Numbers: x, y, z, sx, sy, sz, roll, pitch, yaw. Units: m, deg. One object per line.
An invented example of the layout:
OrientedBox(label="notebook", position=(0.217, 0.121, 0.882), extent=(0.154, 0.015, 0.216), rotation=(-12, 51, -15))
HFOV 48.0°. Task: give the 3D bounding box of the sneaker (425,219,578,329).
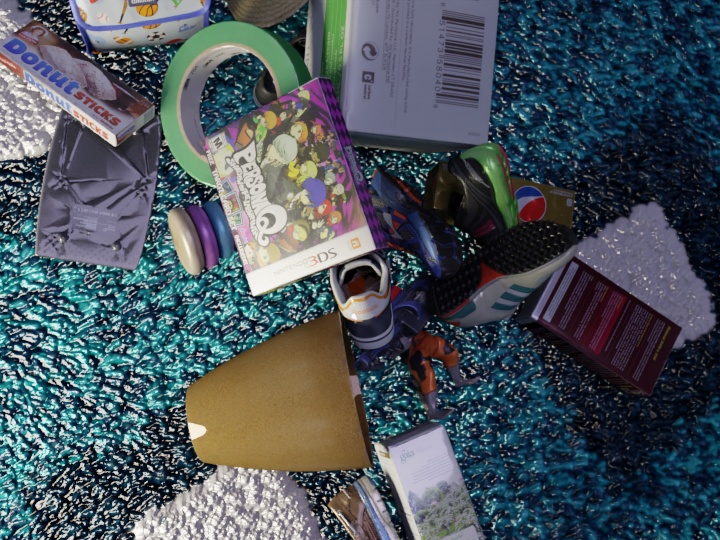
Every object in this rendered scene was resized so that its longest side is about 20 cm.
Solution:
OrientedBox(label="sneaker", position=(0.183, 0.012, 1.002), extent=(0.198, 0.093, 0.071), rotation=(-30, 51, 19))

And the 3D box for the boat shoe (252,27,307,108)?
OrientedBox(label="boat shoe", position=(-0.065, -0.289, 1.085), extent=(0.069, 0.057, 0.200), rotation=(42, 76, -3))

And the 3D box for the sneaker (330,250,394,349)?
OrientedBox(label="sneaker", position=(0.000, 0.000, 0.988), extent=(0.077, 0.201, 0.080), rotation=(-16, 127, -1))

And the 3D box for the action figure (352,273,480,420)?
OrientedBox(label="action figure", position=(0.048, 0.105, 1.025), extent=(0.194, 0.105, 0.199), rotation=(50, 45, 5))

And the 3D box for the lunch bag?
OrientedBox(label="lunch bag", position=(-0.269, -0.348, 0.979), extent=(0.168, 0.200, 0.126), rotation=(-12, 84, -14))

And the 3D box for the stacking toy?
OrientedBox(label="stacking toy", position=(-0.139, -0.067, 1.032), extent=(0.198, 0.085, 0.086), rotation=(-22, 86, -21))

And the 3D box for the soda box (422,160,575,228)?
OrientedBox(label="soda box", position=(0.187, -0.089, 1.104), extent=(0.197, 0.064, 0.069), rotation=(11, 80, -9))

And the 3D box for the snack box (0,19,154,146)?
OrientedBox(label="snack box", position=(-0.354, -0.234, 1.003), extent=(0.199, 0.024, 0.072), rotation=(36, 56, 8))

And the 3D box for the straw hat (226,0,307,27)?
OrientedBox(label="straw hat", position=(-0.132, -0.416, 1.020), extent=(0.199, 0.085, 0.204), rotation=(-11, 70, 32))

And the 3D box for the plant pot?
OrientedBox(label="plant pot", position=(-0.098, 0.162, 0.963), extent=(0.197, 0.186, 0.189), rotation=(-13, 84, 2))

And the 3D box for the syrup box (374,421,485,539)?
OrientedBox(label="syrup box", position=(0.093, 0.299, 1.016), extent=(0.078, 0.081, 0.202), rotation=(-19, 85, -14))

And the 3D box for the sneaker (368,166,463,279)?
OrientedBox(label="sneaker", position=(0.062, -0.048, 1.032), extent=(0.075, 0.201, 0.079), rotation=(17, 115, -39))

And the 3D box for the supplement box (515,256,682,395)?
OrientedBox(label="supplement box", position=(0.326, 0.074, 1.109), extent=(0.199, 0.061, 0.110), rotation=(33, 77, -4))

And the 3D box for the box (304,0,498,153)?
OrientedBox(label="box", position=(0.044, -0.257, 1.012), extent=(0.197, 0.171, 0.202), rotation=(2, 94, -21))

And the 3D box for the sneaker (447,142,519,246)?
OrientedBox(label="sneaker", position=(0.155, -0.072, 1.022), extent=(0.083, 0.202, 0.077), rotation=(-4, 37, 19))

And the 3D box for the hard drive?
OrientedBox(label="hard drive", position=(-0.323, -0.105, 1.011), extent=(0.133, 0.042, 0.203), rotation=(8, 79, -11))

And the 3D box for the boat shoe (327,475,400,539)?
OrientedBox(label="boat shoe", position=(0.023, 0.362, 1.003), extent=(0.072, 0.072, 0.202), rotation=(-24, 77, -9))

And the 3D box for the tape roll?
OrientedBox(label="tape roll", position=(-0.153, -0.201, 1.004), extent=(0.198, 0.048, 0.204), rotation=(2, 95, 21))

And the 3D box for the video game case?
OrientedBox(label="video game case", position=(-0.080, -0.092, 0.934), extent=(0.179, 0.036, 0.203), rotation=(-19, 89, 28))
